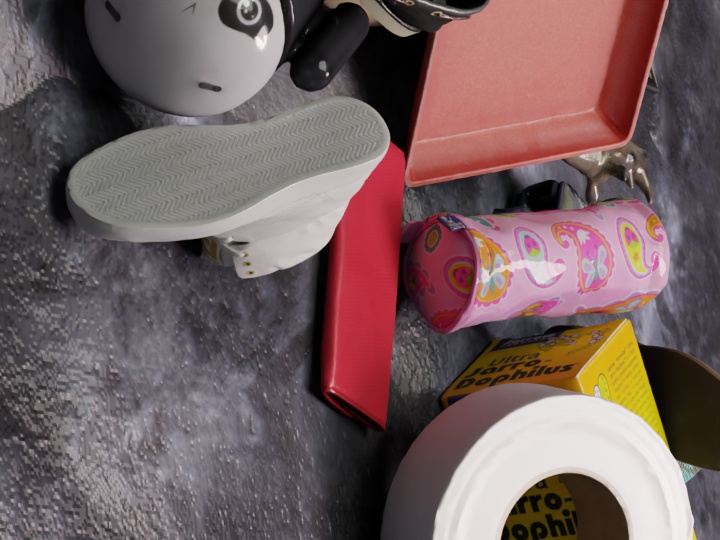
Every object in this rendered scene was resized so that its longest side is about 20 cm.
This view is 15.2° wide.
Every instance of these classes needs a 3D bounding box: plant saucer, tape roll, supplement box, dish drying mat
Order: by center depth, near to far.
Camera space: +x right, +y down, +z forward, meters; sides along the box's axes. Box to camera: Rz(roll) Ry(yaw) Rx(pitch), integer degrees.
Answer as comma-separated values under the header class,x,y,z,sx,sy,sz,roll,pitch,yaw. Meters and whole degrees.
class,x,y,z,sx,sy,sz,roll,pitch,yaw
tape roll,0.116,0.175,1.752,0.202,0.071,0.203,-2,94,-27
dish drying mat,0.000,0.000,1.763,0.077,0.018,0.201,39,49,-51
plant saucer,0.119,-0.163,1.844,0.199,0.037,0.201,-12,131,-31
supplement box,0.151,0.151,1.889,0.110,0.108,0.201,-41,116,-58

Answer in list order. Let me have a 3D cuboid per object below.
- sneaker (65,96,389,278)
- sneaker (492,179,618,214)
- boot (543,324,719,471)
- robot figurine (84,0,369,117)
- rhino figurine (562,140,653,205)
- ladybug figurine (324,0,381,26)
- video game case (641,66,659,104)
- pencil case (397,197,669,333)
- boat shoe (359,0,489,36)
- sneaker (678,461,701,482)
class,x,y,z,sx,sy,sz,roll,pitch,yaw
sneaker,-0.085,-0.030,1.558,0.199,0.116,0.074,-12,61,-28
sneaker,0.157,-0.032,2.004,0.200,0.074,0.081,-29,103,-62
boot,0.224,0.086,1.949,0.075,0.200,0.074,2,108,-47
robot figurine,-0.080,-0.175,1.562,0.200,0.150,0.125,-60,145,-51
rhino figurine,0.147,-0.122,1.975,0.200,0.060,0.087,49,38,-8
ladybug figurine,-0.002,-0.255,1.769,0.136,0.072,0.200,-52,123,-40
video game case,0.124,-0.222,1.957,0.200,0.025,0.181,16,51,-41
pencil case,0.119,-0.007,1.854,0.199,0.087,0.088,-5,84,-39
boat shoe,0.003,-0.191,1.533,0.201,0.063,0.074,26,57,-52
sneaker,0.221,0.150,2.072,0.200,0.077,0.092,9,86,-54
